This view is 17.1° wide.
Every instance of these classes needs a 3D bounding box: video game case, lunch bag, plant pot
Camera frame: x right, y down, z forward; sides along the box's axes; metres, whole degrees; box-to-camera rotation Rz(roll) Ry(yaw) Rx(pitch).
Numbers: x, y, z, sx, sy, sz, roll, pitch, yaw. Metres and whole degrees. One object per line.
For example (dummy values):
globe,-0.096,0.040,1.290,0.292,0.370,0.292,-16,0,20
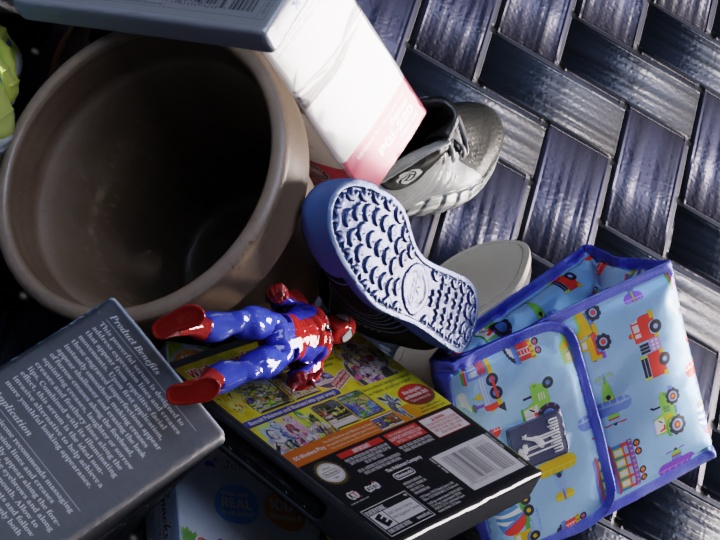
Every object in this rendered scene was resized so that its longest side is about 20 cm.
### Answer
video game case,-0.005,0.100,1.463,0.181,0.026,0.200,37,25,20
video game case,-0.094,-0.216,1.488,0.182,0.200,0.022,-60,142,-27
lunch bag,0.126,0.094,1.612,0.200,0.094,0.151,-28,113,-30
plant pot,-0.102,-0.031,1.509,0.175,0.200,0.200,43,30,-58

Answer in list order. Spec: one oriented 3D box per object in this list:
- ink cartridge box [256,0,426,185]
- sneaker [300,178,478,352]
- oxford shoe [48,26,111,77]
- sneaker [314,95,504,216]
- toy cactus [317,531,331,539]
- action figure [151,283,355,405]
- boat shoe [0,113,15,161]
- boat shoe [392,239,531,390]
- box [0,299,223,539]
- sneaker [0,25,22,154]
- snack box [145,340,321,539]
ink cartridge box,-0.066,-0.149,1.572,0.085,0.146,0.200,-56,140,-15
sneaker,0.000,0.000,1.494,0.200,0.078,0.070,44,57,-53
oxford shoe,-0.182,-0.107,1.587,0.071,0.073,0.200,22,52,-19
sneaker,0.054,-0.090,1.695,0.200,0.116,0.075,-30,79,-41
toy cactus,0.028,0.173,1.464,0.200,0.102,0.165,11,46,-29
action figure,-0.052,0.042,1.405,0.200,0.052,0.066,-9,81,-67
boat shoe,-0.262,-0.035,1.504,0.065,0.074,0.200,60,35,-27
boat shoe,0.071,0.053,1.665,0.200,0.073,0.063,-58,140,-47
box,-0.202,0.130,1.358,0.107,0.148,0.200,51,48,6
sneaker,-0.260,-0.144,1.499,0.076,0.105,0.200,-25,31,-3
snack box,-0.063,0.151,1.505,0.142,0.053,0.200,12,55,-28
